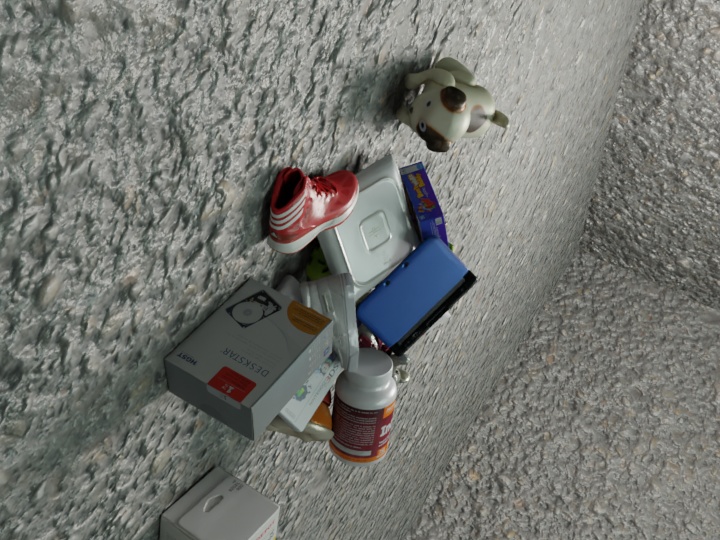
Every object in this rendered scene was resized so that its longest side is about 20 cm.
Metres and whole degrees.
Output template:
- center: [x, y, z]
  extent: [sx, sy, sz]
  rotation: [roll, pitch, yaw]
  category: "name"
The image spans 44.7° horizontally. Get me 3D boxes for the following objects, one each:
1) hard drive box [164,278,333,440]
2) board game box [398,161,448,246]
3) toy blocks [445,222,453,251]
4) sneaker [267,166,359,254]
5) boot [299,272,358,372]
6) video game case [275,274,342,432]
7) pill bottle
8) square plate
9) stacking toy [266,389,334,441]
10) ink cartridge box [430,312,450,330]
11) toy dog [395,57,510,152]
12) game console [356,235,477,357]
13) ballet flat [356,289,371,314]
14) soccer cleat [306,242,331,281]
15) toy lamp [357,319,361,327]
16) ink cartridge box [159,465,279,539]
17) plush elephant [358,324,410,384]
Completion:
- center: [-0.157, 0.124, 1.269]
  extent: [0.200, 0.155, 0.077]
  rotation: [-48, 154, -39]
  category: "hard drive box"
- center: [0.123, -0.080, 1.597]
  extent: [0.045, 0.135, 0.200]
  rotation: [-17, 142, 0]
  category: "board game box"
- center: [0.117, -0.027, 1.884]
  extent: [0.137, 0.100, 0.201]
  rotation: [-37, 149, -30]
  category: "toy blocks"
- center: [-0.064, -0.119, 1.326]
  extent: [0.200, 0.078, 0.116]
  rotation: [-50, 156, -38]
  category: "sneaker"
- center: [-0.055, 0.091, 1.448]
  extent: [0.074, 0.095, 0.201]
  rotation: [-103, -173, -55]
  category: "boot"
- center: [-0.111, 0.139, 1.454]
  extent: [0.200, 0.024, 0.182]
  rotation: [50, 63, -34]
  category: "video game case"
- center: [0.005, 0.246, 1.586]
  extent: [0.113, 0.113, 0.201]
  rotation: [-38, 142, -50]
  category: "pill bottle"
- center: [0.019, -0.067, 1.476]
  extent: [0.200, 0.028, 0.199]
  rotation: [-34, 117, -30]
  category: "square plate"
- center: [-0.098, 0.199, 1.583]
  extent: [0.146, 0.145, 0.201]
  rotation: [59, 43, -66]
  category: "stacking toy"
- center: [0.096, 0.095, 1.877]
  extent: [0.144, 0.085, 0.200]
  rotation: [-35, 162, 10]
  category: "ink cartridge box"
- center: [0.153, -0.271, 1.535]
  extent: [0.140, 0.194, 0.200]
  rotation: [-60, 170, 26]
  category: "toy dog"
- center: [0.102, 0.045, 1.573]
  extent: [0.200, 0.118, 0.171]
  rotation: [-44, 175, 3]
  category: "game console"
- center: [0.000, 0.000, 1.528]
  extent: [0.200, 0.068, 0.075]
  rotation: [-56, 159, -17]
  category: "ballet flat"
- center: [-0.024, -0.043, 1.529]
  extent: [0.200, 0.064, 0.084]
  rotation: [-54, 155, -29]
  category: "soccer cleat"
- center: [-0.081, 0.107, 1.534]
  extent: [0.199, 0.058, 0.058]
  rotation: [-19, 134, -40]
  category: "toy lamp"
- center: [-0.241, 0.471, 1.482]
  extent: [0.147, 0.144, 0.201]
  rotation: [-39, 147, -48]
  category: "ink cartridge box"
- center: [0.026, 0.172, 1.703]
  extent: [0.165, 0.155, 0.200]
  rotation: [-41, 166, -49]
  category: "plush elephant"
